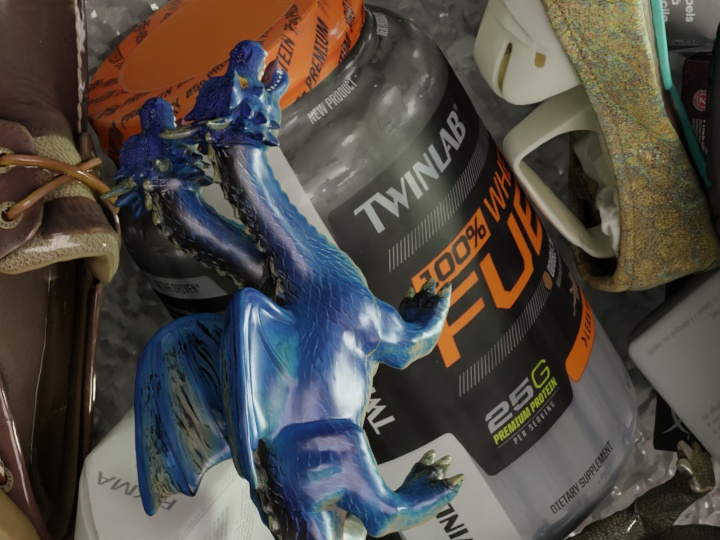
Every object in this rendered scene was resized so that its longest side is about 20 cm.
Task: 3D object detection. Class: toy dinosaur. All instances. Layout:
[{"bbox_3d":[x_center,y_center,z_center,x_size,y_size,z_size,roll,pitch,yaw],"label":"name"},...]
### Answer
[{"bbox_3d":[0.095,0.114,0.759,0.199,0.102,0.077,11,53,-54],"label":"toy dinosaur"}]

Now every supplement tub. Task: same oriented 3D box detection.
[{"bbox_3d":[0.000,0.000,0.761,0.122,0.122,0.201,-40,117,-13],"label":"supplement tub"}]

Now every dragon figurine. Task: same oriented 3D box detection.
[{"bbox_3d":[-0.027,0.040,0.635,0.099,0.059,0.202,17,66,-35],"label":"dragon figurine"}]

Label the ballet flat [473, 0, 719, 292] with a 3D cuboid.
[{"bbox_3d":[0.071,-0.060,0.720,0.071,0.071,0.201,-41,140,-13],"label":"ballet flat"}]

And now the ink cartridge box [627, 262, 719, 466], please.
[{"bbox_3d":[0.214,0.049,0.779,0.162,0.050,0.200,-41,89,22],"label":"ink cartridge box"}]

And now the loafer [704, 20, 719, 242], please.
[{"bbox_3d":[0.159,0.003,0.731,0.071,0.073,0.202,-12,106,17],"label":"loafer"}]

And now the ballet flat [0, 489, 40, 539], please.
[{"bbox_3d":[-0.178,0.040,0.640,0.199,0.069,0.064,17,63,-17],"label":"ballet flat"}]

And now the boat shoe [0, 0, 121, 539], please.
[{"bbox_3d":[-0.098,-0.013,0.682,0.072,0.072,0.202,3,95,-51],"label":"boat shoe"}]

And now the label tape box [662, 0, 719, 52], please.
[{"bbox_3d":[0.155,-0.150,0.802,0.198,0.063,0.146,-2,92,-14],"label":"label tape box"}]

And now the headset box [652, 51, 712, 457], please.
[{"bbox_3d":[0.215,0.001,0.832,0.075,0.198,0.150,-28,124,-68],"label":"headset box"}]

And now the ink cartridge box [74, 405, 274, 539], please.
[{"bbox_3d":[-0.081,0.141,0.673,0.200,0.050,0.162,-45,149,-58],"label":"ink cartridge box"}]
